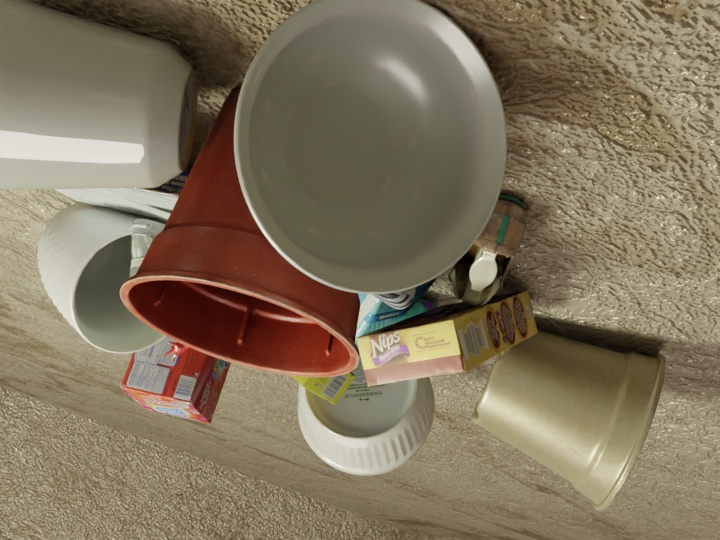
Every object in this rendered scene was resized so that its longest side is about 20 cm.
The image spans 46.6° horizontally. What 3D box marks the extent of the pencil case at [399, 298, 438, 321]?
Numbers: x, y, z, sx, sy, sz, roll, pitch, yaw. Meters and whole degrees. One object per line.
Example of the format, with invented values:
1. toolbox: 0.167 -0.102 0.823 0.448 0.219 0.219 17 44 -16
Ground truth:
1. pencil case: -0.003 0.058 1.036 0.198 0.093 0.086 14 118 0

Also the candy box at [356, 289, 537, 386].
1. candy box: 0.099 0.069 0.893 0.116 0.057 0.199 -13 -179 33

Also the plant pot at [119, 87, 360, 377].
1. plant pot: -0.074 -0.037 0.711 0.199 0.197 0.201 13 157 5

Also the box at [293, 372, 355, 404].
1. box: -0.093 0.100 1.128 0.075 0.050 0.200 37 179 -44

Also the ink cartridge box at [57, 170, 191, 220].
1. ink cartridge box: -0.235 -0.089 0.839 0.195 0.044 0.200 13 173 7

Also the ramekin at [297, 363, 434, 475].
1. ramekin: 0.004 0.175 1.169 0.198 0.202 0.105 10 154 12

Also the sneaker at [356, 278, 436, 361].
1. sneaker: 0.000 0.000 0.921 0.079 0.131 0.200 -1 138 -48

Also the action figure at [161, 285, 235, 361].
1. action figure: -0.128 0.055 0.850 0.099 0.066 0.200 -30 148 19

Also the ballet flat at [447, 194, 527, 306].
1. ballet flat: 0.118 -0.005 0.837 0.067 0.068 0.200 12 158 5

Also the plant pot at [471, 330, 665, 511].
1. plant pot: 0.243 0.159 1.020 0.182 0.202 0.201 23 160 10

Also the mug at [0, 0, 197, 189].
1. mug: -0.212 -0.139 0.683 0.152 0.187 0.151 7 117 -3

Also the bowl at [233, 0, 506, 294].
1. bowl: -0.003 -0.087 0.592 0.200 0.202 0.090 25 175 -24

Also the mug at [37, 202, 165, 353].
1. mug: -0.279 -0.008 0.995 0.199 0.149 0.175 -6 -156 -39

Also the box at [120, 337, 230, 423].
1. box: -0.221 0.085 1.092 0.099 0.201 0.096 10 156 11

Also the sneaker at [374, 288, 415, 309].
1. sneaker: -0.011 -0.043 0.849 0.199 0.088 0.074 33 174 21

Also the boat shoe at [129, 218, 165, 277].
1. boat shoe: -0.138 -0.017 0.873 0.200 0.065 0.074 1 171 -23
